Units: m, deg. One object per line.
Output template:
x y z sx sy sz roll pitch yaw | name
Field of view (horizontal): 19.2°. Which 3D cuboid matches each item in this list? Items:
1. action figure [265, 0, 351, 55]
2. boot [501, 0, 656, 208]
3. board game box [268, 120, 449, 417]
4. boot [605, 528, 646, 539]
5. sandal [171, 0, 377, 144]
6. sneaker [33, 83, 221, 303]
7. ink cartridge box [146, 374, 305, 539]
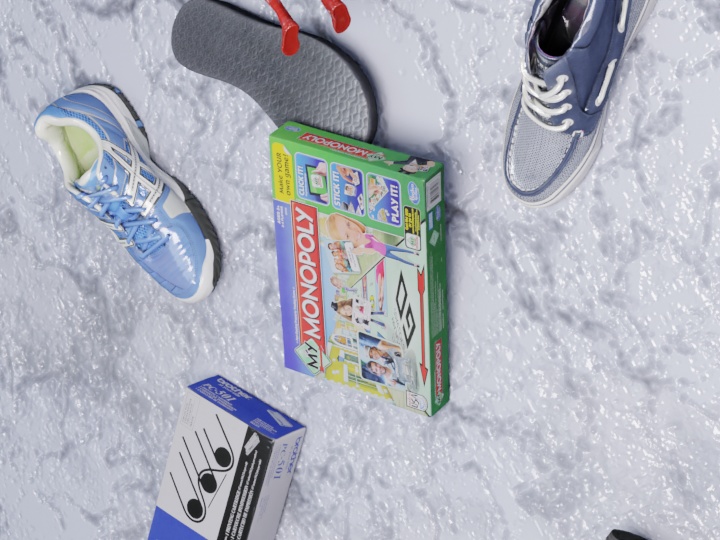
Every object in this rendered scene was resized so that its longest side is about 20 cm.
-0.081 -0.236 1.506 0.200 0.065 0.052 57 168 25 | action figure
0.128 -0.127 1.422 0.073 0.090 0.200 31 117 24 | boot
0.000 0.000 1.546 0.134 0.029 0.200 17 126 29 | board game box
0.190 0.300 1.470 0.174 0.069 0.200 -44 77 16 | boot
-0.057 -0.150 1.578 0.200 0.043 0.076 35 111 31 | sandal
-0.185 -0.054 1.661 0.076 0.077 0.200 -44 77 31 | sneaker
-0.114 0.193 1.691 0.094 0.044 0.200 29 116 27 | ink cartridge box
